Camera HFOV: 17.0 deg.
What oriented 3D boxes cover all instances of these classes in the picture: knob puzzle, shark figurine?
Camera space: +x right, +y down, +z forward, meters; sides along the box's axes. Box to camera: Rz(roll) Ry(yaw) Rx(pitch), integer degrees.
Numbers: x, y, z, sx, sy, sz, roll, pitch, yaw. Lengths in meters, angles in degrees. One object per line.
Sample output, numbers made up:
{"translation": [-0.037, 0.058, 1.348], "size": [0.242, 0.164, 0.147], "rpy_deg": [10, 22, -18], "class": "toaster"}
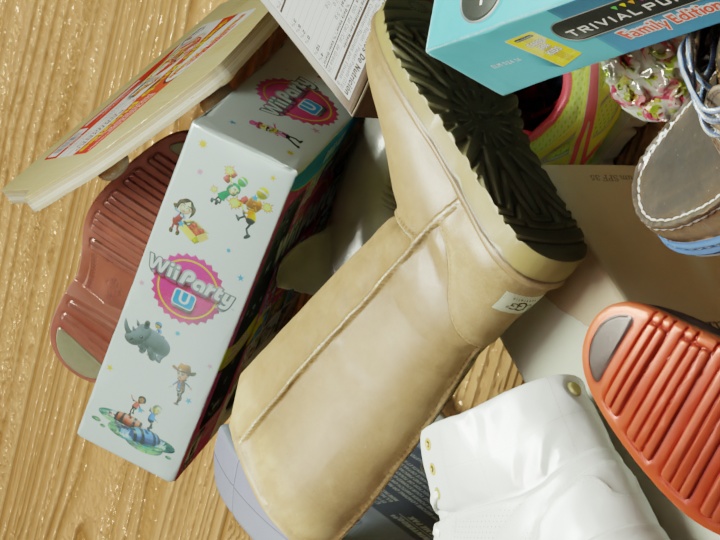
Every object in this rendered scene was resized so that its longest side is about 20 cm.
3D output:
{"translation": [-0.101, -0.092, 1.318], "size": [0.031, 0.220, 0.219], "rpy_deg": [52, 144, -13], "class": "knob puzzle"}
{"translation": [0.003, 0.019, 1.255], "size": [0.128, 0.089, 0.216], "rpy_deg": [-37, 59, 49], "class": "shark figurine"}

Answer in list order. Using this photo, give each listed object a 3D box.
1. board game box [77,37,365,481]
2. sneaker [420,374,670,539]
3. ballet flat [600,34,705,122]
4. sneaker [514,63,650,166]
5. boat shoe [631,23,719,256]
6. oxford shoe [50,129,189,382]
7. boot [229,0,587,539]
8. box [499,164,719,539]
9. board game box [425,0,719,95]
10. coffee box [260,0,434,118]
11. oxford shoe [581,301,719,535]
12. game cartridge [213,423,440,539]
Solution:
{"translation": [-0.069, -0.007, 1.296], "size": [0.064, 0.148, 0.201], "rpy_deg": [25, 118, 7], "class": "board game box"}
{"translation": [0.052, 0.129, 1.056], "size": [0.200, 0.073, 0.116], "rpy_deg": [-47, 53, 35], "class": "sneaker"}
{"translation": [0.143, -0.154, 0.944], "size": [0.075, 0.064, 0.201], "rpy_deg": [29, 99, 22], "class": "ballet flat"}
{"translation": [0.076, -0.055, 1.147], "size": [0.078, 0.090, 0.201], "rpy_deg": [48, 128, 41], "class": "sneaker"}
{"translation": [0.157, -0.078, 0.897], "size": [0.200, 0.072, 0.073], "rpy_deg": [-45, 42, 40], "class": "boat shoe"}
{"translation": [-0.125, -0.021, 1.431], "size": [0.071, 0.074, 0.200], "rpy_deg": [37, 130, -1], "class": "oxford shoe"}
{"translation": [0.000, 0.000, 1.101], "size": [0.200, 0.066, 0.176], "rpy_deg": [-49, 47, 33], "class": "boot"}
{"translation": [0.138, 0.052, 1.062], "size": [0.078, 0.094, 0.201], "rpy_deg": [-57, 49, 37], "class": "box"}
{"translation": [0.115, -0.163, 0.893], "size": [0.199, 0.047, 0.152], "rpy_deg": [-15, 58, 49], "class": "board game box"}
{"translation": [0.006, -0.164, 1.222], "size": [0.200, 0.114, 0.080], "rpy_deg": [53, 130, 38], "class": "coffee box"}
{"translation": [0.178, 0.073, 0.956], "size": [0.200, 0.073, 0.071], "rpy_deg": [36, 121, 10], "class": "oxford shoe"}
{"translation": [0.017, 0.124, 1.195], "size": [0.200, 0.132, 0.042], "rpy_deg": [32, 124, 50], "class": "game cartridge"}
